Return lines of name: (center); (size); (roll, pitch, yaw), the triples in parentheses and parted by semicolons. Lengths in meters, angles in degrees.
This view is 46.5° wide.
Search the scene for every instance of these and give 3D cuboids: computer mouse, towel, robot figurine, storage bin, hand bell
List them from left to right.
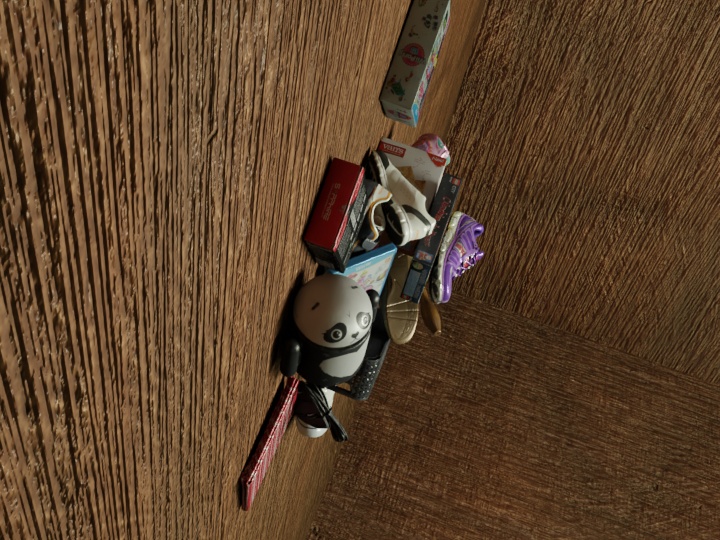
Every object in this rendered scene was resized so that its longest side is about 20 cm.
towel: (-0.151, 0.283, 1.381); (0.145, 0.022, 0.201); (103, 9, -57)
computer mouse: (-0.097, 0.222, 1.457); (0.046, 0.142, 0.200); (-31, -160, -15)
robot figurine: (-0.046, 0.095, 1.261); (0.201, 0.123, 0.152); (102, 1, -51)
storage bin: (-0.019, 0.144, 1.609); (0.200, 0.134, 0.095); (-60, 167, -63)
hand bell: (0.120, 0.041, 1.639); (0.105, 0.103, 0.202); (102, -26, -49)

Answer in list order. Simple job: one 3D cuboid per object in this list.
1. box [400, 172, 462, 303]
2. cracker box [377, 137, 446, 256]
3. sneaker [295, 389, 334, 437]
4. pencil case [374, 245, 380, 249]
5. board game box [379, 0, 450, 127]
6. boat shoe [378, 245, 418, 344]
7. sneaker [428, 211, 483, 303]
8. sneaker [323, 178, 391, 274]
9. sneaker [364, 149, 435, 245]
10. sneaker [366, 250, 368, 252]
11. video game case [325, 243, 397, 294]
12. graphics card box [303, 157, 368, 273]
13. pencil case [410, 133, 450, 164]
box: (0.129, -0.059, 1.527); (0.137, 0.037, 0.202); (102, 9, -59)
cracker box: (0.070, -0.140, 1.567); (0.058, 0.132, 0.202); (100, 10, -61)
sneaker: (-0.090, 0.258, 1.699); (0.201, 0.072, 0.072); (-80, 176, -64)
pencil case: (0.035, -0.033, 1.818); (0.200, 0.090, 0.095); (-14, 129, -85)
board game box: (0.098, -0.369, 1.466); (0.148, 0.064, 0.202); (14, 96, -84)
boat shoe: (0.065, 0.044, 1.609); (0.064, 0.070, 0.203); (147, -57, -61)
sneaker: (0.182, -0.024, 1.549); (0.081, 0.083, 0.202); (104, 8, -59)
sneaker: (-0.006, -0.055, 1.413); (0.079, 0.078, 0.202); (-60, 169, -65)
sneaker: (0.065, -0.129, 1.460); (0.074, 0.079, 0.202); (112, -37, -53)
sneaker: (0.000, 0.000, 1.592); (0.201, 0.084, 0.078); (-66, 173, -45)
video game case: (-0.018, 0.046, 1.455); (0.142, 0.018, 0.201); (-21, 147, -33)
graphics card box: (-0.031, -0.076, 1.234); (0.200, 0.050, 0.127); (66, 42, -80)
pencil case: (0.098, -0.183, 1.671); (0.200, 0.087, 0.088); (-49, 165, -25)
